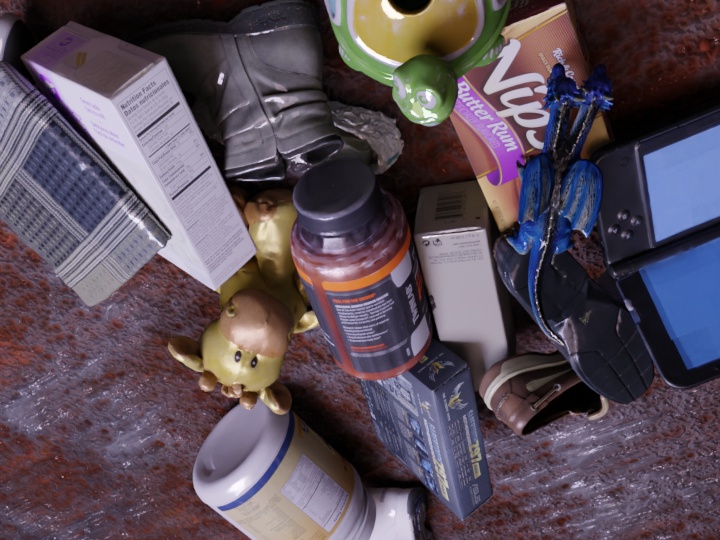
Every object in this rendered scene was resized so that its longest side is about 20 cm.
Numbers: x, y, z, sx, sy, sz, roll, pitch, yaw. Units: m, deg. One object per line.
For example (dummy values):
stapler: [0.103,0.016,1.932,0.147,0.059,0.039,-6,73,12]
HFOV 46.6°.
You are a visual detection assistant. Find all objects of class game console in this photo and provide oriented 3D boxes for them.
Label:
game console: [0.300,-0.033,0.657,0.197,0.119,0.172,-22,124,2]

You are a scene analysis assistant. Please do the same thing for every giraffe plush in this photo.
giraffe plush: [-0.106,0.041,0.810,0.169,0.163,0.202,8,130,5]

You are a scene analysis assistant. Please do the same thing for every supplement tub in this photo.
supplement tub: [0.000,0.000,0.739,0.105,0.108,0.202,-3,138,14]
supplement tub: [-0.087,0.261,1.001,0.143,0.146,0.200,-28,119,30]

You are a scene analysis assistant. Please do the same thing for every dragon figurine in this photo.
dragon figurine: [0.145,-0.053,0.625,0.058,0.204,0.100,10,169,4]

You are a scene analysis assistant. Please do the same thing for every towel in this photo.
towel: [-0.266,-0.066,0.733,0.193,0.035,0.199,47,142,-13]

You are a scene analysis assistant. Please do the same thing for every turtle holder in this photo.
turtle holder: [0.030,-0.195,0.566,0.139,0.188,0.132,23,170,12]

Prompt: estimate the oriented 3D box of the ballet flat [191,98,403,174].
ballet flat: [-0.060,-0.123,0.732,0.196,0.072,0.073,10,131,5]

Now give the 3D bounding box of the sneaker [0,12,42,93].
sneaker: [-0.274,-0.138,0.764,0.097,0.071,0.202,13,137,2]

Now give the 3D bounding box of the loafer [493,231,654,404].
loafer: [0.189,0.037,0.737,0.073,0.072,0.200,-40,112,2]

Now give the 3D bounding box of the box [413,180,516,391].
box: [0.105,0.019,0.803,0.067,0.083,0.202,-5,126,15]

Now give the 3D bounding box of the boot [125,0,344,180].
boot: [-0.115,-0.136,0.686,0.196,0.068,0.133,-8,85,17]

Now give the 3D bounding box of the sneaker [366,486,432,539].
sneaker: [0.047,0.354,1.110,0.086,0.075,0.203,8,125,21]

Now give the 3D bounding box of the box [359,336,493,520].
box: [0.060,0.142,0.874,0.051,0.157,0.202,-31,129,-20]

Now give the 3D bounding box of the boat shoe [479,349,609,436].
boat shoe: [0.214,0.111,0.802,0.199,0.075,0.076,-16,135,-20]

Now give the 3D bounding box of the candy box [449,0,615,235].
candy box: [0.143,-0.122,0.694,0.115,0.057,0.201,-15,126,22]

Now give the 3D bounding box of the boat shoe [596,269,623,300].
boat shoe: [0.313,0.003,0.754,0.198,0.073,0.068,-27,144,17]

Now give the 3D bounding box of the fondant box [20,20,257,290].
fondant box: [-0.179,-0.093,0.696,0.143,0.058,0.202,28,150,38]
